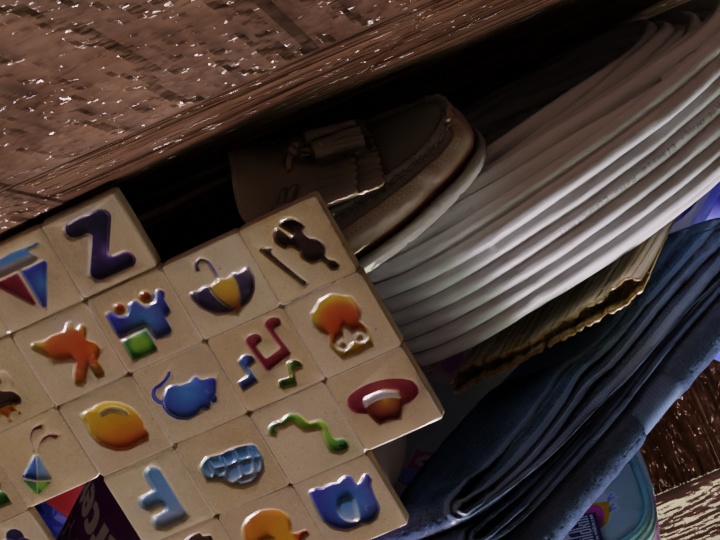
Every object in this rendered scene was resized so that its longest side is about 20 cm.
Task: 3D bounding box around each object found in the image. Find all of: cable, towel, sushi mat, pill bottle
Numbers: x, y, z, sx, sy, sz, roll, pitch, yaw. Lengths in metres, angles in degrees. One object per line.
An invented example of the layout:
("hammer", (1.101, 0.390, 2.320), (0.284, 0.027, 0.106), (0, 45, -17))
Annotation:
("cable", (0.077, -0.038, 1.076), (0.200, 0.069, 0.200), (-27, -171, 33))
("towel", (0.082, 0.058, 1.069), (0.200, 0.049, 0.112), (-47, -171, -26))
("sushi mat", (0.100, -0.009, 1.108), (0.096, 0.012, 0.200), (-29, -170, 25))
("pill bottle", (-0.068, 0.118, 1.082), (0.112, 0.112, 0.200), (-19, 145, -50))

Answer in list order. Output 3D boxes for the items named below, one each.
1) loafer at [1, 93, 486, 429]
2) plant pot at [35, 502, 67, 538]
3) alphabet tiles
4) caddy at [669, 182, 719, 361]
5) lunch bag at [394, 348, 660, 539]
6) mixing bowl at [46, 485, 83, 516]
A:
("loafer", (-0.048, -0.013, 0.988), (0.200, 0.063, 0.072), (-32, -154, 6))
("plant pot", (-0.252, 0.172, 1.201), (0.200, 0.180, 0.200), (-51, 169, 16))
("alphabet tiles", (-0.078, 0.051, 0.978), (0.200, 0.167, 0.008), (-24, -163, 18))
("caddy", (0.179, -0.045, 1.258), (0.141, 0.105, 0.200), (-57, -174, 36))
("lunch bag", (0.045, 0.104, 1.170), (0.160, 0.077, 0.200), (-11, -146, -3))
("mixing bowl", (-0.118, 0.098, 1.459), (0.200, 0.200, 0.108), (-22, 148, -25))
